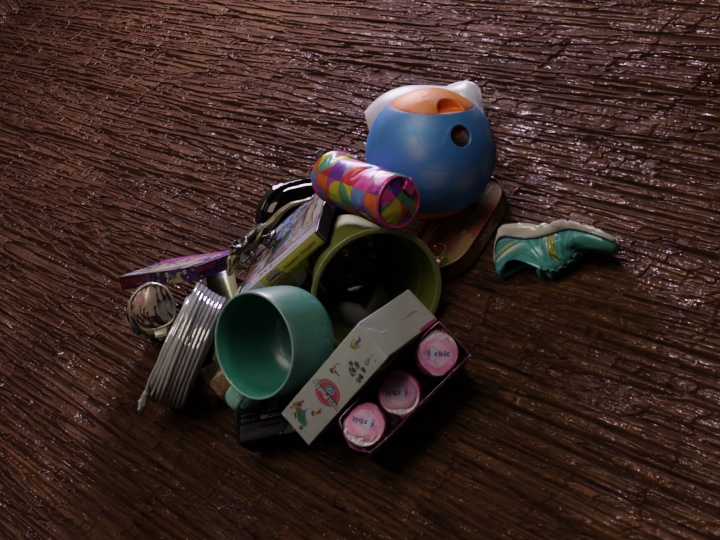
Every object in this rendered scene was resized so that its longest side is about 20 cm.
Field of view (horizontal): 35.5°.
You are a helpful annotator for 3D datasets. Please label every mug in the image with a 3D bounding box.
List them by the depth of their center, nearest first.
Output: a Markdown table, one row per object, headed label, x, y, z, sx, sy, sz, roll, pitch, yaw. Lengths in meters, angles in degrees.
| label | x | y | z | sx | sy | sz | roll | pitch | yaw |
| --- | --- | --- | --- | --- | --- | --- | --- | --- | --- |
| mug | -0.122 | 0.103 | 1.588 | 0.185 | 0.114 | 0.152 | -26 | 80 | 39 |

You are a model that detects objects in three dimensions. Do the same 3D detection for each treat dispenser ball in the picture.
| label | x | y | z | sx | sy | sz | roll | pitch | yaw |
| --- | --- | --- | --- | --- | --- | --- | --- | --- | --- |
| treat dispenser ball | 0.108 | -0.180 | 1.734 | 0.201 | 0.201 | 0.201 | -20 | 41 | 18 |

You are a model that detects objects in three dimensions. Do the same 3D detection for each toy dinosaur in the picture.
| label | x | y | z | sx | sy | sz | roll | pitch | yaw |
| --- | --- | --- | --- | --- | --- | --- | --- | --- | --- |
| toy dinosaur | -0.160 | -0.053 | 1.790 | 0.200 | 0.047 | 0.088 | -36 | 12 | 22 |

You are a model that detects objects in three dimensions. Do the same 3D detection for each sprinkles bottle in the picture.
| label | x | y | z | sx | sy | sz | roll | pitch | yaw |
| --- | --- | --- | --- | --- | --- | --- | --- | --- | --- |
| sprinkles bottle | -0.158 | 0.120 | 1.781 | 0.200 | 0.068 | 0.068 | -40 | 39 | -6 |

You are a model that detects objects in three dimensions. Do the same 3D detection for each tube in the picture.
| label | x | y | z | sx | sy | sz | roll | pitch | yaw |
| --- | --- | --- | --- | --- | --- | --- | --- | --- | --- |
| tube | -0.231 | 0.064 | 1.911 | 0.052 | 0.058 | 0.200 | 2 | 41 | -16 |

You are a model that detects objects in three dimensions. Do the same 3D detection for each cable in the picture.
| label | x | y | z | sx | sy | sz | roll | pitch | yaw |
| --- | --- | --- | --- | --- | --- | --- | --- | --- | --- |
| cable | -0.275 | 0.121 | 1.783 | 0.200 | 0.069 | 0.200 | -74 | 11 | -52 |

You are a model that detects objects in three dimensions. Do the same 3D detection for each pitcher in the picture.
| label | x | y | z | sx | sy | sz | roll | pitch | yaw |
| --- | --- | --- | --- | --- | --- | --- | --- | --- | --- |
| pitcher | 0.113 | -0.276 | 1.966 | 0.200 | 0.121 | 0.172 | -17 | 21 | 6 |

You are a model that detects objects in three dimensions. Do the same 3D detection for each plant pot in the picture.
| label | x | y | z | sx | sy | sz | roll | pitch | yaw |
| --- | --- | --- | --- | --- | --- | --- | --- | --- | --- |
| plant pot | 0.000 | 0.000 | 1.719 | 0.200 | 0.200 | 0.190 | -36 | 26 | -1 |

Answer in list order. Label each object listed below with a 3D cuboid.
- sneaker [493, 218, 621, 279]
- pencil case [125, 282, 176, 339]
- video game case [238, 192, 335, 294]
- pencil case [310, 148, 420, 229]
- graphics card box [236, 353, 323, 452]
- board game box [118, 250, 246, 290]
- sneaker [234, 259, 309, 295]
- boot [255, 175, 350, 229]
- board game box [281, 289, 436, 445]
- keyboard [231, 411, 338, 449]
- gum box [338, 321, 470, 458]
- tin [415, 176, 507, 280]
| label | x | y | z | sx | sy | sz | roll | pitch | yaw |
| --- | --- | --- | --- | --- | --- | --- | --- | --- | --- |
| sneaker | 0.283 | -0.025 | 1.626 | 0.200 | 0.077 | 0.080 | -4 | 67 | 39 |
| pencil case | -0.354 | 0.073 | 1.891 | 0.078 | 0.090 | 0.200 | -2 | -6 | -13 |
| video game case | -0.111 | -0.045 | 1.765 | 0.181 | 0.025 | 0.200 | -40 | 18 | 23 |
| pencil case | 0.004 | -0.123 | 1.653 | 0.088 | 0.088 | 0.200 | -45 | 37 | -12 |
| graphics card box | -0.118 | 0.160 | 1.667 | 0.125 | 0.051 | 0.200 | -15 | 58 | 21 |
| board game box | -0.302 | -0.002 | 1.913 | 0.200 | 0.032 | 0.120 | -7 | 7 | 39 |
| sneaker | -0.146 | 0.004 | 1.900 | 0.200 | 0.076 | 0.105 | -38 | 26 | -15 |
| boot | -0.055 | -0.110 | 1.888 | 0.211 | 0.080 | 0.158 | -28 | 32 | -32 |
| board game box | -0.001 | 0.132 | 1.535 | 0.200 | 0.064 | 0.147 | -50 | -12 | 34 |
| keyboard | -0.101 | 0.200 | 1.698 | 0.200 | 0.021 | 0.127 | 7 | 61 | 38 |
| gum box | 0.054 | 0.169 | 1.533 | 0.200 | 0.114 | 0.066 | -43 | 81 | -9 |
| tin | 0.156 | -0.067 | 1.770 | 0.112 | 0.042 | 0.200 | 9 | 55 | 46 |
